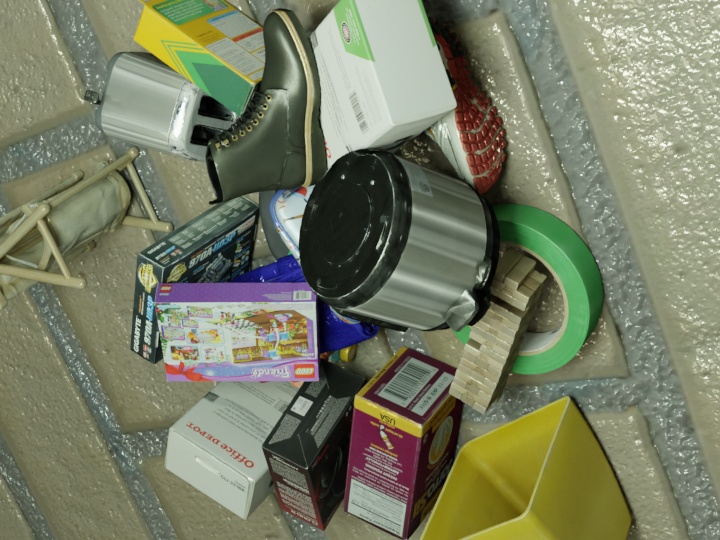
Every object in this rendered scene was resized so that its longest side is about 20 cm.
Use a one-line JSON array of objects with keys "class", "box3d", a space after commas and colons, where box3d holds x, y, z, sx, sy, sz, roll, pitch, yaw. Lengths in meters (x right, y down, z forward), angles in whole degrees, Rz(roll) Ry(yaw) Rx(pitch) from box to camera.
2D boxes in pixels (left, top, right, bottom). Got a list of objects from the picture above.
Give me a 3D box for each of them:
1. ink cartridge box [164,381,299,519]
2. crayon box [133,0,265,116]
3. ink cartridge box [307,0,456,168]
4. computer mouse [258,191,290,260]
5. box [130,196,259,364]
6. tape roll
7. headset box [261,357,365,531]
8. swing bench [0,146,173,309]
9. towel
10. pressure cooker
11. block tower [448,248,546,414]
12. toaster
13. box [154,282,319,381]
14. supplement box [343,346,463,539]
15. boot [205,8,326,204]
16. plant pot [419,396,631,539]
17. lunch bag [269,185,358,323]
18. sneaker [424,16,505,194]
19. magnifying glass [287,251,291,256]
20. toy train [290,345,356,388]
[{"class": "ink cartridge box", "box3d": [-0.155, 0.226, 1.706, 0.143, 0.200, 0.085, 29, 129, 18]}, {"class": "crayon box", "box3d": [-0.178, -0.273, 1.471, 0.199, 0.126, 0.052, 37, 125, 11]}, {"class": "ink cartridge box", "box3d": [0.009, -0.205, 1.336, 0.200, 0.083, 0.148, -26, 82, 68]}, {"class": "computer mouse", "box3d": [-0.098, -0.076, 1.585, 0.137, 0.053, 0.203, -1, 116, 34]}, {"class": "box", "box3d": [-0.216, 0.009, 1.618, 0.046, 0.200, 0.161, 28, 130, 21]}, {"class": "tape roll", "box3d": [0.184, 0.023, 1.450, 0.198, 0.048, 0.203, 18, 126, 26]}, {"class": "headset box", "box3d": [-0.050, 0.239, 1.645, 0.076, 0.149, 0.201, 22, 148, 22]}, {"class": "swing bench", "box3d": [-0.408, -0.058, 1.714, 0.198, 0.199, 0.131, -11, 110, 38]}, {"class": "towel", "box3d": [-0.093, 0.058, 1.580, 0.198, 0.050, 0.149, -21, 114, 30]}, {"class": "pressure cooker", "box3d": [0.055, -0.025, 1.332, 0.177, 0.198, 0.179, -3, 76, 50]}, {"class": "block tower", "box3d": [0.158, 0.077, 1.432, 0.054, 0.058, 0.202, 28, 130, 18]}, {"class": "toaster", "box3d": [-0.232, -0.200, 1.515, 0.128, 0.200, 0.115, 18, 96, 20]}, {"class": "box", "box3d": [-0.150, 0.077, 1.532, 0.197, 0.039, 0.138, 0, 131, 0]}, {"class": "supplement box", "box3d": [0.057, 0.225, 1.605, 0.102, 0.131, 0.202, 22, 128, 22]}, {"class": "boot", "box3d": [-0.117, -0.176, 1.361, 0.077, 0.137, 0.203, 25, 128, 61]}, {"class": "plant pot", "box3d": [0.217, 0.311, 1.516, 0.176, 0.201, 0.199, 45, 134, -13]}, {"class": "lunch bag", "box3d": [-0.007, -0.050, 1.469, 0.201, 0.159, 0.076, 56, 176, 4]}, {"class": "sneaker", "box3d": [0.097, -0.179, 1.382, 0.082, 0.077, 0.202, -20, 97, 48]}, {"class": "magnifying glass", "box3d": [0.000, 0.000, 1.551, 0.197, 0.022, 0.081, 5, 126, 17]}, {"class": "toy train", "box3d": [-0.095, 0.100, 1.679, 0.151, 0.056, 0.199, 48, 133, -6]}]
